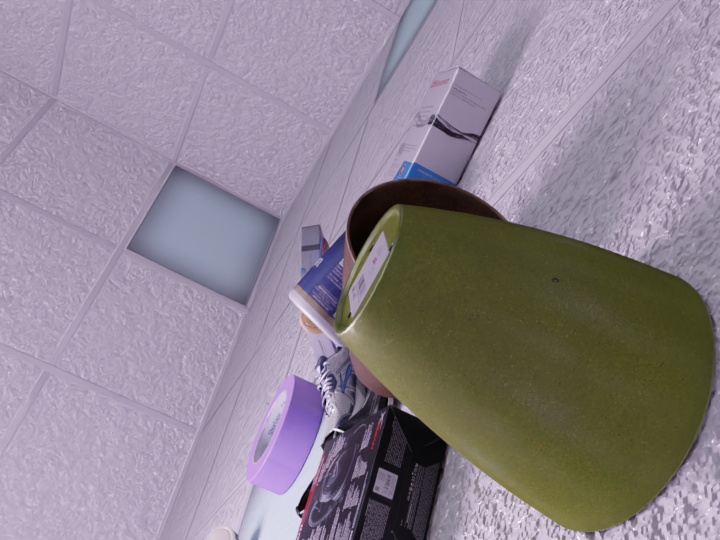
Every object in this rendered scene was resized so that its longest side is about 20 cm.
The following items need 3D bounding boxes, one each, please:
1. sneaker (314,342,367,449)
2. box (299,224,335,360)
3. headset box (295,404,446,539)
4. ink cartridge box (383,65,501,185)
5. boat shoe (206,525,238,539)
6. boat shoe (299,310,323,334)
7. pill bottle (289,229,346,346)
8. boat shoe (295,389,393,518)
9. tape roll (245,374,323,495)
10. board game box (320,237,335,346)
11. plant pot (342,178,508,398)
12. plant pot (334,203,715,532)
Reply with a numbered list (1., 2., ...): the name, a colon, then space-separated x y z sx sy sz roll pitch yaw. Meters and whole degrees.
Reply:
1. sneaker: -0.036 0.170 1.026 0.077 0.084 0.202 -49 20 51
2. box: -0.074 0.044 1.266 0.157 0.040 0.202 76 -173 -49
3. headset box: 0.000 0.246 0.732 0.200 0.076 0.151 -48 19 55
4. ink cartridge box: 0.125 -0.208 1.109 0.202 0.083 0.145 -64 12 7
5. boat shoe: -0.238 0.545 1.189 0.060 0.071 0.202 69 -165 -48
6. boat shoe: -0.016 0.021 1.097 0.200 0.071 0.069 -47 -5 -5
7. pill bottle: 0.000 0.000 1.004 0.200 0.111 0.111 -47 11 -5
8. boat shoe: -0.015 0.224 0.874 0.203 0.067 0.072 -65 10 -9
9. tape roll: -0.136 0.293 1.257 0.202 0.065 0.201 -60 12 21
10. board game box: -0.035 0.038 1.256 0.158 0.038 0.204 65 -163 -74
11. plant pot: 0.056 0.042 0.739 0.202 0.184 0.189 107 178 -46
12. plant pot: 0.089 0.044 0.467 0.189 0.198 0.188 -59 13 23
